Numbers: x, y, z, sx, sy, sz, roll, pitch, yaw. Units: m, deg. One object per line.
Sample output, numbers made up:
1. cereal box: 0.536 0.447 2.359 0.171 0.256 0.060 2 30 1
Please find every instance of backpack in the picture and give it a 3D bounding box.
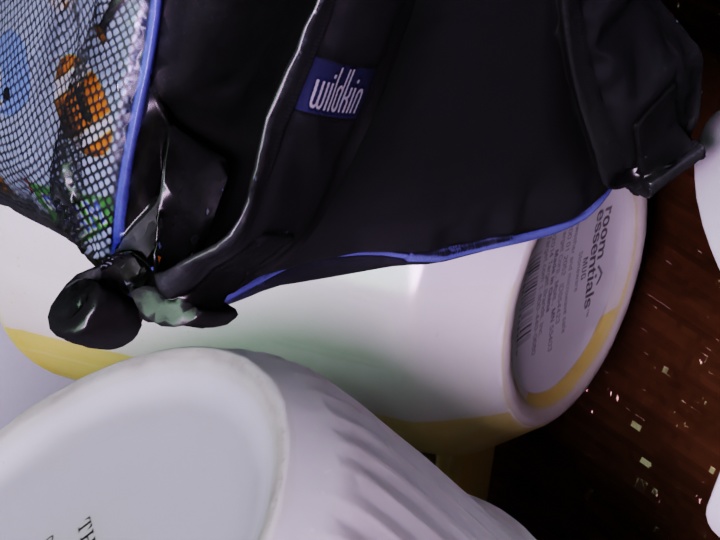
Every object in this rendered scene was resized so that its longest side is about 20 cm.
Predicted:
1. backpack: -0.008 -0.102 0.657 0.154 0.200 0.191 35 123 32

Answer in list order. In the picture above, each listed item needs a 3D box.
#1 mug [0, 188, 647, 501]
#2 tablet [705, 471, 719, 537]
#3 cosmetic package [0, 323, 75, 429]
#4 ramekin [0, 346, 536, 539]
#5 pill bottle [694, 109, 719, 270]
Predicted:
1. mug: 0.002 -0.009 0.833 0.153 0.187 0.150 19 70 27
2. tablet: 0.183 0.072 0.678 0.200 0.014 0.130 29 139 15
3. cosmetic package: -0.195 0.059 0.968 0.200 0.052 0.151 21 83 46
4. ramekin: -0.050 0.112 0.705 0.200 0.105 0.200 -29 32 20
5. pill bottle: 0.183 -0.046 0.683 0.200 0.112 0.112 -29 74 36
